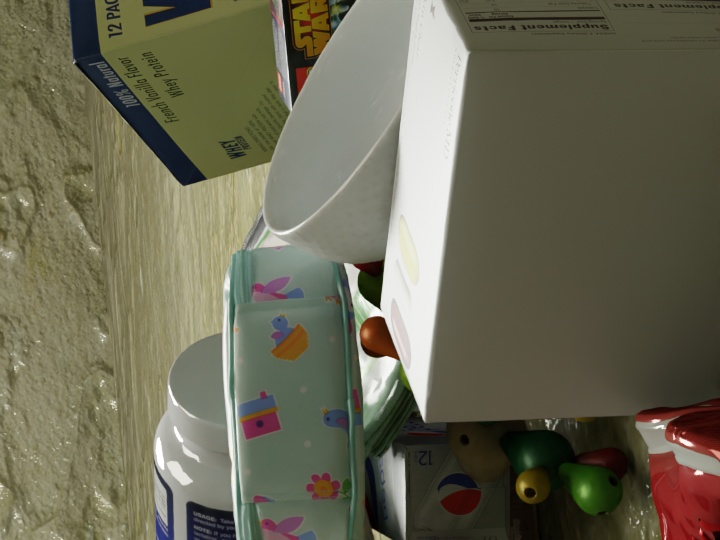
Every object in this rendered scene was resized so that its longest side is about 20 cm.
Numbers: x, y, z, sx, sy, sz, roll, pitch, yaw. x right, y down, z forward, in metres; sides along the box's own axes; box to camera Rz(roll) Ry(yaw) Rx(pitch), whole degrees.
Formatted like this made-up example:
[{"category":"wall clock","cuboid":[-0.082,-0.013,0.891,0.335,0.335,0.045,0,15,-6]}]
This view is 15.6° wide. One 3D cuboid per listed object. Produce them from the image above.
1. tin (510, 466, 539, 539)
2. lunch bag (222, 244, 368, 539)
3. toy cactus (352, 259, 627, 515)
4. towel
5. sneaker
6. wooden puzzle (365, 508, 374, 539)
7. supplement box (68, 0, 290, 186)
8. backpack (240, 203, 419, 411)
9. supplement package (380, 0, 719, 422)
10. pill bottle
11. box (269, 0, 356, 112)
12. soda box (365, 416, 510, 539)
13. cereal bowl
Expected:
[{"category":"tin","cuboid":[0.085,0.189,1.673,0.112,0.042,0.201,137,131,-69]},{"category":"lunch bag","cuboid":[-0.036,0.094,1.500,0.160,0.077,0.201,87,-179,-76]},{"category":"toy cactus","cuboid":[0.073,0.068,1.473,0.102,0.199,0.165,-51,-16,-19]},{"category":"towel","cuboid":[0.000,0.000,1.606,0.153,0.023,0.200,-59,39,27]},{"category":"sneaker","cuboid":[0.176,0.118,1.181,0.200,0.078,0.116,-68,-31,-89]},{"category":"wooden puzzle","cuboid":[0.001,0.220,1.640,0.201,0.037,0.186,91,167,-46]},{"category":"supplement box","cuboid":[-0.077,-0.182,1.840,0.200,0.199,0.135,51,-152,-58]},{"category":"backpack","cuboid":[-0.002,0.005,1.778,0.200,0.152,0.177,101,161,-52]},{"category":"supplement package","cuboid":[0.102,-0.040,1.270,0.111,0.155,0.201,-112,24,-58]},{"category":"pill bottle","cuboid":[-0.079,0.144,1.731,0.116,0.115,0.201,-105,13,-48]},{"category":"box","cuboid":[0.008,-0.208,1.677,0.040,0.136,0.201,-122,23,-60]},{"category":"soda box","cuboid":[0.037,0.130,1.648,0.200,0.068,0.064,-173,82,-77]},{"category":"cereal bowl","cuboid":[0.034,-0.087,1.405,0.200,0.083,0.200,-49,20,26]}]
